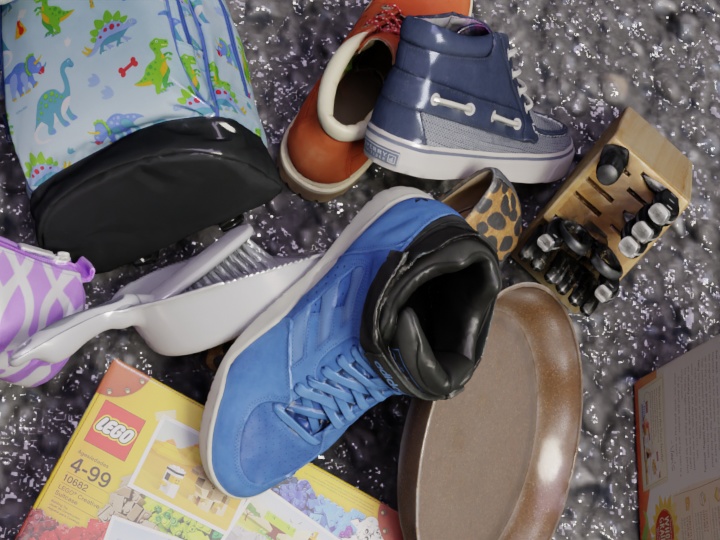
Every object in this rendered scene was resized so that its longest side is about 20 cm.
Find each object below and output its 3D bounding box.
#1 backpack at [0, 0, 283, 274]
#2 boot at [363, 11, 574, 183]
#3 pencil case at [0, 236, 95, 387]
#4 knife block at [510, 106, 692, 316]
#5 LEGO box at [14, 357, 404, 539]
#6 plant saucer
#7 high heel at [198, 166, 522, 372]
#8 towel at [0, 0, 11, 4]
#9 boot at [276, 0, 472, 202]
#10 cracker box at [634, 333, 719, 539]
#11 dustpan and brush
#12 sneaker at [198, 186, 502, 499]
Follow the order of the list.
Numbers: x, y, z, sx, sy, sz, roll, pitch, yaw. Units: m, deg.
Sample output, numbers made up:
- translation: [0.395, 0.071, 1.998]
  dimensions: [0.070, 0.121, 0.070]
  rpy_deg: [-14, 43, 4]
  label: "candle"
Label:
- translation: [-0.144, -0.125, 0.911]
  dimensions: [0.162, 0.154, 0.202]
  rpy_deg: [-19, 53, 22]
  label: "backpack"
- translation: [0.085, -0.109, 0.940]
  dimensions: [0.072, 0.091, 0.199]
  rpy_deg: [28, 21, 31]
  label: "boot"
- translation: [-0.239, 0.000, 0.827]
  dimensions: [0.086, 0.199, 0.084]
  rpy_deg: [-52, 47, 10]
  label: "pencil case"
- translation: [0.170, -0.052, 0.936]
  dimensions: [0.064, 0.176, 0.200]
  rpy_deg: [41, 63, 1]
  label: "knife block"
- translation: [-0.092, 0.169, 0.868]
  dimensions: [0.198, 0.077, 0.150]
  rpy_deg: [28, 70, -4]
  label: "LEGO box"
- translation: [0.075, 0.105, 0.891]
  dimensions: [0.032, 0.200, 0.202]
  rpy_deg: [10, 65, 32]
  label: "plant saucer"
- translation: [0.000, 0.000, 0.902]
  dimensions: [0.198, 0.143, 0.072]
  rpy_deg: [-11, 49, -21]
  label: "high heel"
- translation: [-0.247, -0.233, 0.912]
  dimensions: [0.198, 0.048, 0.173]
  rpy_deg: [-3, 67, 33]
  label: "towel"
- translation: [0.023, -0.142, 0.975]
  dimensions: [0.075, 0.107, 0.201]
  rpy_deg: [32, 68, 0]
  label: "boot"
- translation: [0.229, 0.112, 0.894]
  dimensions: [0.057, 0.200, 0.136]
  rpy_deg: [5, 73, -11]
  label: "cracker box"
- translation: [-0.110, 0.018, 0.856]
  dimensions: [0.199, 0.139, 0.058]
  rpy_deg: [-37, 111, -31]
  label: "dustpan and brush"
- translation: [-0.003, 0.051, 0.797]
  dimensions: [0.200, 0.111, 0.077]
  rpy_deg: [-50, 121, -4]
  label: "sneaker"
